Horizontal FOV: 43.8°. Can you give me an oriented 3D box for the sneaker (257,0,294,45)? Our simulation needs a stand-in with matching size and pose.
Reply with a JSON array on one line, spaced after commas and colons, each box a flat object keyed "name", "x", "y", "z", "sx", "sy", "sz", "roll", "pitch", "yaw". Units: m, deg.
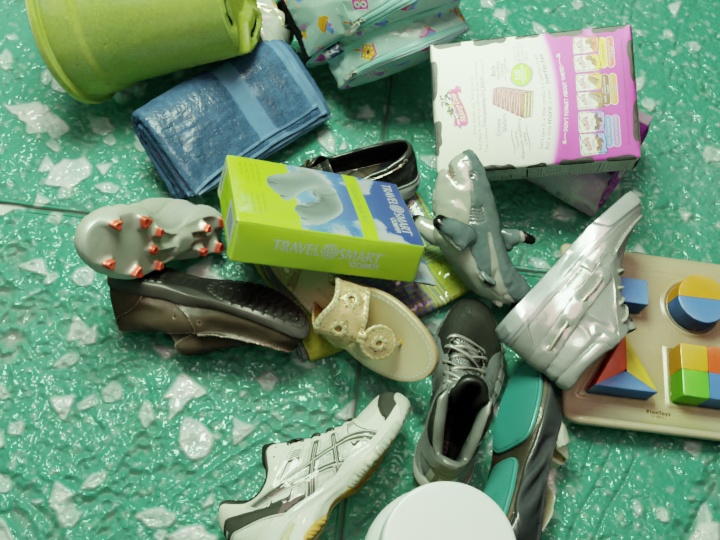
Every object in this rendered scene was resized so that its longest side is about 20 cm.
[{"name": "sneaker", "x": -0.177, "y": -0.294, "z": 1.021, "sx": 0.200, "sy": 0.076, "sz": 0.088, "roll": 28, "pitch": 63, "yaw": 10}]

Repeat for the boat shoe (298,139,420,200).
[{"name": "boat shoe", "x": -0.036, "y": -0.092, "z": 0.926, "sx": 0.199, "sy": 0.057, "sz": 0.069, "roll": -14, "pitch": 45, "yaw": -7}]

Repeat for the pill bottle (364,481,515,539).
[{"name": "pill bottle", "x": 0.053, "y": 0.235, "z": 0.693, "sx": 0.114, "sy": 0.200, "sz": 0.115, "roll": 2, "pitch": 62, "yaw": -4}]

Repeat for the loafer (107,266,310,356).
[{"name": "loafer", "x": -0.145, "y": 0.046, "z": 0.855, "sx": 0.199, "sy": 0.071, "sz": 0.073, "roll": 14, "pitch": 17, "yaw": 9}]

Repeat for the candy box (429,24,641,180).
[{"name": "candy box", "x": 0.174, "y": -0.165, "z": 0.907, "sx": 0.199, "sy": 0.061, "sz": 0.137, "roll": -3, "pitch": 83, "yaw": 9}]

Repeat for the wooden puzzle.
[{"name": "wooden puzzle", "x": 0.292, "y": 0.063, "z": 0.887, "sx": 0.184, "sy": 0.046, "sz": 0.201, "roll": 7, "pitch": 62, "yaw": -4}]

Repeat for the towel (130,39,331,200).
[{"name": "towel", "x": -0.133, "y": -0.163, "z": 0.944, "sx": 0.200, "sy": 0.049, "sz": 0.112, "roll": -36, "pitch": 97, "yaw": -27}]

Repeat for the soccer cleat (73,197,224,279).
[{"name": "soccer cleat", "x": -0.205, "y": -0.035, "z": 0.843, "sx": 0.077, "sy": 0.200, "sz": 0.070, "roll": 20, "pitch": 104, "yaw": 23}]

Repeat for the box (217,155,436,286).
[{"name": "box", "x": -0.029, "y": -0.046, "z": 0.842, "sx": 0.199, "sy": 0.048, "sz": 0.122, "roll": 7, "pitch": 32, "yaw": -19}]

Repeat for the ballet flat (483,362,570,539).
[{"name": "ballet flat", "x": 0.152, "y": 0.177, "z": 0.811, "sx": 0.073, "sy": 0.073, "sz": 0.200, "roll": 19, "pitch": 51, "yaw": 5}]

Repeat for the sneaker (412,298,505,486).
[{"name": "sneaker", "x": 0.100, "y": 0.099, "z": 0.816, "sx": 0.075, "sy": 0.116, "sz": 0.201, "roll": 12, "pitch": 62, "yaw": 1}]

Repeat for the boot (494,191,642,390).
[{"name": "boot", "x": 0.224, "y": 0.021, "z": 0.847, "sx": 0.096, "sy": 0.074, "sz": 0.200, "roll": 42, "pitch": 77, "yaw": 11}]

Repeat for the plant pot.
[{"name": "plant pot", "x": -0.206, "y": -0.279, "z": 0.915, "sx": 0.183, "sy": 0.201, "sz": 0.201, "roll": -2, "pitch": 61, "yaw": 13}]

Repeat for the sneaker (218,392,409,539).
[{"name": "sneaker", "x": -0.040, "y": 0.168, "z": 0.782, "sx": 0.088, "sy": 0.076, "sz": 0.200, "roll": 39, "pitch": 65, "yaw": 14}]

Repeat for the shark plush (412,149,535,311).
[{"name": "shark plush", "x": 0.136, "y": -0.017, "z": 0.871, "sx": 0.083, "sy": 0.091, "sz": 0.200, "roll": -40, "pitch": 89, "yaw": -8}]

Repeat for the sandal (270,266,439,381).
[{"name": "sandal", "x": -0.029, "y": 0.037, "z": 0.824, "sx": 0.212, "sy": 0.078, "sz": 0.070, "roll": 42, "pitch": 31, "yaw": 22}]

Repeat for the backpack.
[{"name": "backpack", "x": 0.034, "y": -0.294, "z": 0.956, "sx": 0.176, "sy": 0.200, "sz": 0.154, "roll": -31, "pitch": 91, "yaw": -43}]

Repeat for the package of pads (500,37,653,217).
[{"name": "package of pads", "x": 0.204, "y": -0.159, "z": 0.984, "sx": 0.200, "sy": 0.076, "sz": 0.121, "roll": 33, "pitch": 68, "yaw": 12}]

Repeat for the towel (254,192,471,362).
[{"name": "towel", "x": 0.000, "y": 0.000, "z": 0.913, "sx": 0.199, "sy": 0.023, "sz": 0.144, "roll": -20, "pitch": 65, "yaw": -15}]
